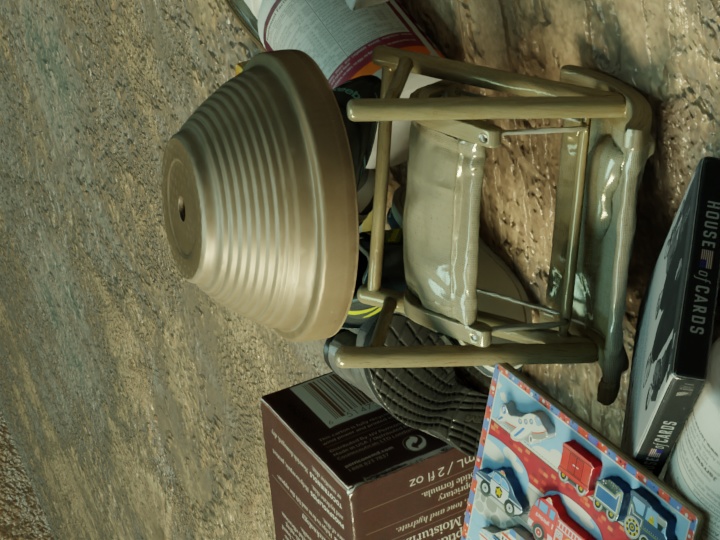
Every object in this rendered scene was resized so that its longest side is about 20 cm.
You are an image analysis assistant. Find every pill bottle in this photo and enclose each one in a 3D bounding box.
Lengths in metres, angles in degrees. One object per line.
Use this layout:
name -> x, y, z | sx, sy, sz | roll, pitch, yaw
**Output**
pill bottle -> 0.246, 0.133, 1.172 | 0.114, 0.114, 0.200 | 54, 151, 34
pill bottle -> -0.014, -0.183, 1.507 | 0.200, 0.110, 0.110 | 55, 152, 33

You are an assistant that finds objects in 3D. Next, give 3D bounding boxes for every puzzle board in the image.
puzzle board -> 0.134, 0.170, 1.225 | 0.200, 0.017, 0.151 | 38, 127, 46

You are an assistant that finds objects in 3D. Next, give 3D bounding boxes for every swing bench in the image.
swing bench -> 0.093, -0.034, 1.297 | 0.130, 0.200, 0.199 | -70, -15, -64

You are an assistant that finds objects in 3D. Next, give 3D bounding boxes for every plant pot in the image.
plant pot -> -0.078, -0.047, 1.288 | 0.201, 0.093, 0.201 | 173, 90, -69

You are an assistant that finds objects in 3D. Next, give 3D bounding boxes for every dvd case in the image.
dvd case -> 0.194, 0.043, 1.188 | 0.200, 0.025, 0.150 | 95, -173, -62

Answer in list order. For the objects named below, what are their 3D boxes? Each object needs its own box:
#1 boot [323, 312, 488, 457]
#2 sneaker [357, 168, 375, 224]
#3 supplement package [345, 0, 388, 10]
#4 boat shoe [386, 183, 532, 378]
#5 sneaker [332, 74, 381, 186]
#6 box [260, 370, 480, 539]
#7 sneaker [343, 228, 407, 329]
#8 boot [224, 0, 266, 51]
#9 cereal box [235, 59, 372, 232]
boot -> 0.016, 0.078, 1.486 | 0.132, 0.070, 0.200 | 25, 165, 38
sneaker -> -0.045, -0.114, 1.545 | 0.075, 0.115, 0.200 | -52, 21, 27
supplement package -> 0.012, -0.307, 1.342 | 0.200, 0.120, 0.121 | 61, 154, 20
boat shoe -> 0.074, 0.016, 1.510 | 0.200, 0.075, 0.062 | 56, 151, 34
sneaker -> -0.026, -0.066, 1.417 | 0.075, 0.079, 0.200 | 34, 141, 6
box -> 0.029, 0.198, 1.632 | 0.164, 0.166, 0.200 | 39, 142, 50
sneaker -> 0.000, 0.000, 1.487 | 0.200, 0.085, 0.074 | -29, 65, 61
boot -> -0.082, -0.276, 1.629 | 0.200, 0.075, 0.097 | 65, 159, 17
cereal box -> -0.052, -0.089, 1.749 | 0.200, 0.040, 0.144 | 47, 147, 43
